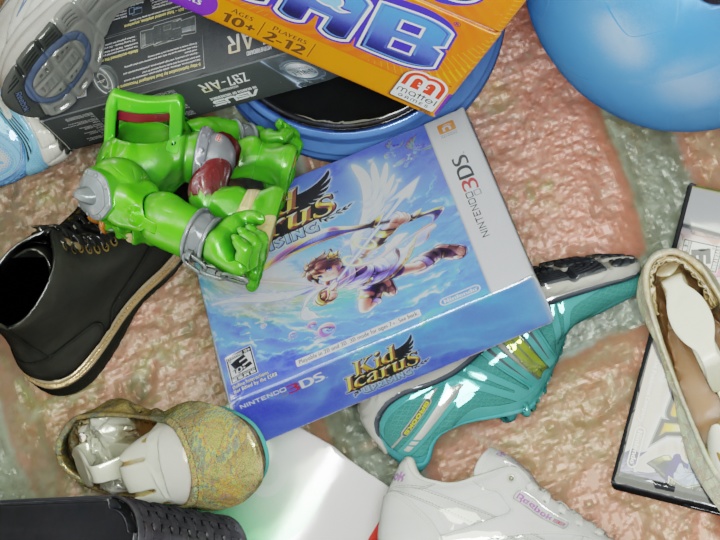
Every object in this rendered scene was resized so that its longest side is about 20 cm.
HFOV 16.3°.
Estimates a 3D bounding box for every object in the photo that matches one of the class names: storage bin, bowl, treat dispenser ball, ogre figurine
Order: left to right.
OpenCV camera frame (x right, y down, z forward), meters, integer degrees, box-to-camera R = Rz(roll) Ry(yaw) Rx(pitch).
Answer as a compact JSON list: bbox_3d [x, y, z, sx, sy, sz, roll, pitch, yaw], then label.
[{"bbox_3d":[-0.172,0.209,1.498,0.200,0.094,0.135,-7,74,42],"label":"storage bin"},{"bbox_3d":[-0.103,-0.058,1.532,0.120,0.098,0.200,16,44,0],"label":"ogre figurine"},{"bbox_3d":[-0.005,-0.172,1.656,0.200,0.039,0.201,-3,73,9],"label":"bowl"},{"bbox_3d":[0.200,-0.185,1.539,0.201,0.201,0.201,-3,74,9],"label":"treat dispenser ball"}]

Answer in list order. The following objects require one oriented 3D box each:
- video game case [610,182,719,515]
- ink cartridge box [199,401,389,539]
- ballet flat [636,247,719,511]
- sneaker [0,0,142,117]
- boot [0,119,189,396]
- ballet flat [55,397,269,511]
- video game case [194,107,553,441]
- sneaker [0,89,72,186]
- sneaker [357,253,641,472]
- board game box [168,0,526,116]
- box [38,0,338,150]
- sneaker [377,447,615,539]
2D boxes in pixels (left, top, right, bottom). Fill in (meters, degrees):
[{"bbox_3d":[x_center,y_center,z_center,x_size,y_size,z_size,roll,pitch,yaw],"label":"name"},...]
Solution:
[{"bbox_3d":[0.266,0.059,1.548,0.180,0.026,0.200,13,77,13],"label":"video game case"},{"bbox_3d":[-0.036,0.193,1.553,0.200,0.050,0.161,29,81,19],"label":"ink cartridge box"},{"bbox_3d":[0.215,0.076,1.507,0.067,0.062,0.200,-27,72,3],"label":"ballet flat"},{"bbox_3d":[-0.175,-0.194,1.600,0.200,0.075,0.087,-47,50,-4],"label":"sneaker"},{"bbox_3d":[-0.166,-0.026,1.590,0.077,0.138,0.200,20,77,16],"label":"boot"},{"bbox_3d":[-0.127,0.115,1.525,0.071,0.200,0.071,-1,92,-31],"label":"ballet flat"},{"bbox_3d":[0.000,0.000,1.557,0.200,0.045,0.181,-23,39,3],"label":"video game case"},{"bbox_3d":[-0.276,-0.139,1.676,0.090,0.078,0.200,-34,71,3],"label":"sneaker"},{"bbox_3d":[0.091,0.052,1.568,0.200,0.078,0.080,-31,100,-4],"label":"sneaker"},{"bbox_3d":[0.014,-0.255,1.508,0.200,0.200,0.200,23,56,-12],"label":"board game box"},{"bbox_3d":[-0.113,-0.178,1.631,0.200,0.044,0.160,-15,61,18],"label":"box"},{"bbox_3d":[0.107,0.158,1.514,0.200,0.075,0.100,8,75,3],"label":"sneaker"}]
